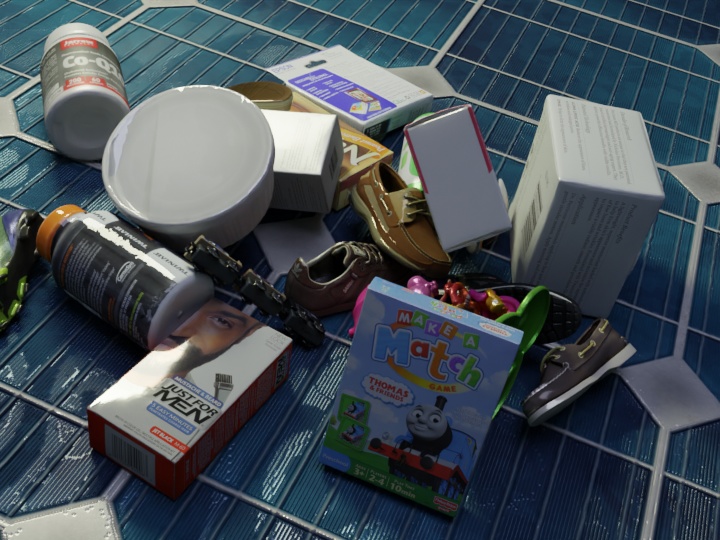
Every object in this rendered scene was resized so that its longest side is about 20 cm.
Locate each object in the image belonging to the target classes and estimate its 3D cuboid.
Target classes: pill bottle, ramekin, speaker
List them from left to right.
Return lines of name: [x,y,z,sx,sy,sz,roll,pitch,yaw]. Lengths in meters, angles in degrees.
pill bottle: [-0.386,-0.255,1.263,0.113,0.114,0.201,-5,44,-19]
pill bottle: [-0.269,0.002,1.009,0.199,0.107,0.106,31,44,20]
ramekin: [-0.193,-0.112,1.067,0.201,0.094,0.204,-3,61,5]
speaker: [0.096,-0.140,1.272,0.088,0.089,0.201,12,41,0]

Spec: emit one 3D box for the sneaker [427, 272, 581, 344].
sneaker: [0.165,0.030,1.077,0.198,0.076,0.088,5,30,20]

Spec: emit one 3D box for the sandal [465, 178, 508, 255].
sandal: [0.176,-0.102,1.253,0.059,0.080,0.207,7,39,-1]

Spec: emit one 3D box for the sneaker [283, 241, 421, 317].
sneaker: [0.000,0.000,1.097,0.199,0.076,0.070,-19,50,-32]

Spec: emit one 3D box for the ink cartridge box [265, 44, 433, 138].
ink cartridge box: [-0.018,-0.280,1.422,0.199,0.044,0.198,33,39,22]

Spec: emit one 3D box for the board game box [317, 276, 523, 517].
board game box: [0.054,0.124,0.877,0.150,0.201,0.037,20,22,10]

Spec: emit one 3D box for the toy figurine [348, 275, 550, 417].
toy figurine: [0.081,0.062,1.000,0.183,0.151,0.200,26,64,30]

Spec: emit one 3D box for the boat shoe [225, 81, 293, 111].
boat shoe: [-0.177,-0.215,1.255,0.199,0.065,0.072,-2,32,24]

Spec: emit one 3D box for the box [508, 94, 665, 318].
box: [0.280,-0.083,1.165,0.130,0.200,0.201,11,40,-2]

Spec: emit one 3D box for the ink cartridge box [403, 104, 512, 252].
ink cartridge box: [0.117,-0.107,1.069,0.082,0.148,0.200,-19,2,9]

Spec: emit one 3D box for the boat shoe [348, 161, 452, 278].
boat shoe: [0.051,-0.069,1.129,0.075,0.074,0.200,8,31,-40]

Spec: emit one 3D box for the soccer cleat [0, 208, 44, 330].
soccer cleat: [-0.415,0.009,1.015,0.083,0.065,0.201,-10,41,21]

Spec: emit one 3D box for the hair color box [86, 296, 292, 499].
hair color box: [-0.170,0.123,0.929,0.110,0.064,0.200,26,42,17]

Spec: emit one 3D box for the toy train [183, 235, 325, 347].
toy train: [-0.114,0.021,1.002,0.200,0.034,0.046,38,15,-32]

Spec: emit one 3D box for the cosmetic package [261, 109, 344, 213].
cosmetic package: [-0.131,-0.148,1.182,0.198,0.085,0.108,7,58,12]

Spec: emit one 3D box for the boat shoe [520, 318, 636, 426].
boat shoe: [0.238,0.112,1.025,0.199,0.072,0.060,-25,72,-40]

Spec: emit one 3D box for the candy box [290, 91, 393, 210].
candy box: [-0.066,-0.175,1.294,0.200,0.056,0.115,36,47,24]
